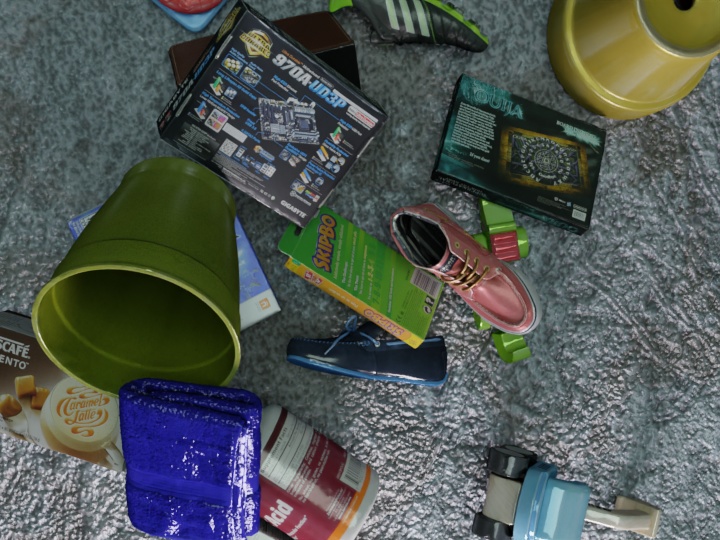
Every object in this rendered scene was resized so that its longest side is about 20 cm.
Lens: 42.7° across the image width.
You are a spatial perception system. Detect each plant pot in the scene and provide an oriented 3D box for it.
[{"bbox_3d":[-0.201,-0.004,0.927,0.196,0.202,0.195,13,46,-7],"label":"plant pot"},{"bbox_3d":[0.333,-0.288,1.051,0.196,0.189,0.206,0,91,-6],"label":"plant pot"}]

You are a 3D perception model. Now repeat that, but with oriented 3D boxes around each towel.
[{"bbox_3d":[-0.173,0.202,0.936,0.144,0.050,0.203,6,125,-1],"label":"towel"}]

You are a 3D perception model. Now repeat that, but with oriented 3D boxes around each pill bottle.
[{"bbox_3d":[-0.086,0.227,1.043,0.198,0.114,0.115,34,87,-6],"label":"pill bottle"}]

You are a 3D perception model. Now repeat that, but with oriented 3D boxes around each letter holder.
[{"bbox_3d":[-0.110,-0.213,1.052,0.196,0.143,0.102,-15,124,-9],"label":"letter holder"}]

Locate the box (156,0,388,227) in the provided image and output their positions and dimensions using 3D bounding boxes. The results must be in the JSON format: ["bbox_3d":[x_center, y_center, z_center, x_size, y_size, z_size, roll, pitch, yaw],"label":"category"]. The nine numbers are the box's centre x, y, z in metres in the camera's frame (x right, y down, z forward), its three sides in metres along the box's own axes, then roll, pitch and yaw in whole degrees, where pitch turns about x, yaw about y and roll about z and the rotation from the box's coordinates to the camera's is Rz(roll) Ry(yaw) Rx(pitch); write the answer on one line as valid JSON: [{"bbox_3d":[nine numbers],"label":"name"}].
[{"bbox_3d":[-0.091,-0.159,0.975,0.198,0.046,0.160,30,107,-30],"label":"box"}]

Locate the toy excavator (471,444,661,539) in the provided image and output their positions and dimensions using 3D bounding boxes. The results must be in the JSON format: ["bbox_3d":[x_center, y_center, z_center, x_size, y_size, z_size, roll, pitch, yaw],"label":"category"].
[{"bbox_3d":[0.248,0.282,1.084,0.196,0.194,0.102,15,89,21],"label":"toy excavator"}]

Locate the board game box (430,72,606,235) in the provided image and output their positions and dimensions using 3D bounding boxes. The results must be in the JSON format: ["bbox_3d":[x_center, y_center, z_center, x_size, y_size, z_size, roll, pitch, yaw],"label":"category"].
[{"bbox_3d":[0.192,-0.139,1.097,0.196,0.028,0.138,20,70,-7],"label":"board game box"}]

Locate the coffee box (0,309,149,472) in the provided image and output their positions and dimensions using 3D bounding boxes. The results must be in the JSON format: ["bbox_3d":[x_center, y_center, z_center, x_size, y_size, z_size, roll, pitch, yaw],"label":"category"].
[{"bbox_3d":[-0.326,0.128,1.006,0.196,0.080,0.117,18,97,4],"label":"coffee box"}]

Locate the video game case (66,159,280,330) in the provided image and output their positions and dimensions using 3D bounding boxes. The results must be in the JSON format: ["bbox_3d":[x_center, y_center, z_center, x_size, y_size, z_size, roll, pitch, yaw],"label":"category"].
[{"bbox_3d":[-0.212,-0.005,1.060,0.179,0.045,0.203,-26,94,-7],"label":"video game case"}]

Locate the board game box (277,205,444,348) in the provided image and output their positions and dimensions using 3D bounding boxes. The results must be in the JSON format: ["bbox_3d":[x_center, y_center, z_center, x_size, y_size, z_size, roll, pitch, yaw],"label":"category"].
[{"bbox_3d":[0.000,0.000,1.070,0.198,0.030,0.096,34,48,-8],"label":"board game box"}]

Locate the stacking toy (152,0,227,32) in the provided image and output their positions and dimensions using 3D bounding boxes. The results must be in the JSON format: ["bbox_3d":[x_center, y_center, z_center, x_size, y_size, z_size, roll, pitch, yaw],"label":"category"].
[{"bbox_3d":[-0.186,-0.347,0.980,0.109,0.200,0.117,40,87,-6],"label":"stacking toy"}]

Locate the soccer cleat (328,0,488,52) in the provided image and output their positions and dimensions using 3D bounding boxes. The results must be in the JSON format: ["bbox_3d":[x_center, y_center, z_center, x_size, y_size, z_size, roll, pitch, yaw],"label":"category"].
[{"bbox_3d":[0.056,-0.294,1.083,0.197,0.068,0.082,24,108,-12],"label":"soccer cleat"}]

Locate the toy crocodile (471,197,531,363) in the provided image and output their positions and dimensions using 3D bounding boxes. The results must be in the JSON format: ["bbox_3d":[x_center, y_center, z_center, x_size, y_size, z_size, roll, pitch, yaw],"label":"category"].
[{"bbox_3d":[0.170,0.008,1.098,0.066,0.062,0.205,-4,91,-7],"label":"toy crocodile"}]

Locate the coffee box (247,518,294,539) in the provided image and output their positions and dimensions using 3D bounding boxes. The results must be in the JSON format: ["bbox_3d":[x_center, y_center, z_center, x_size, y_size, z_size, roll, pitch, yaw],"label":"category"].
[{"bbox_3d":[-0.119,0.350,1.058,0.197,0.080,0.115,28,88,-6],"label":"coffee box"}]

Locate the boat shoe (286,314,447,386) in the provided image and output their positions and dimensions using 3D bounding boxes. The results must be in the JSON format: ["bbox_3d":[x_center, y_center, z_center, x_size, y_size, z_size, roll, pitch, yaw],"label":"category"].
[{"bbox_3d":[0.008,0.092,1.081,0.196,0.084,0.070,10,82,-24],"label":"boat shoe"}]

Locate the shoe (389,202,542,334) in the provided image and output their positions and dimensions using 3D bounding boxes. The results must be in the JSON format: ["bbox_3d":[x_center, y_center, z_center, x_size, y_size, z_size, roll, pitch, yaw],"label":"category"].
[{"bbox_3d":[0.116,0.000,1.043,0.200,0.091,0.072,46,112,17],"label":"shoe"}]
